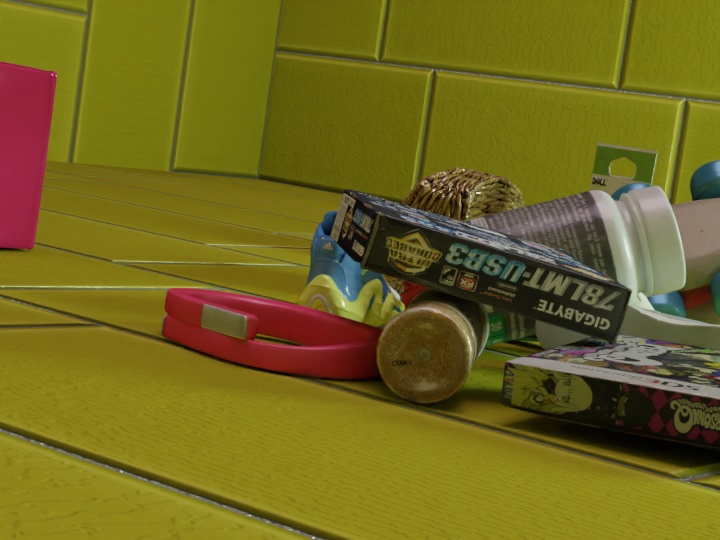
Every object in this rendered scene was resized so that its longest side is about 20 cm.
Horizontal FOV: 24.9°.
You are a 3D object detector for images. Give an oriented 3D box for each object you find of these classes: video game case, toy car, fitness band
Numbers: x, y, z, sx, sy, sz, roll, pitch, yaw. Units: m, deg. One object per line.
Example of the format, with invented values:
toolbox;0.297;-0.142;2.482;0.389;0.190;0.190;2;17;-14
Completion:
video game case;0.218;0.081;1.125;0.181;0.036;0.200;9;8;28
toy car;0.369;0.023;1.764;0.176;0.185;0.200;-15;-44;15
fitness band;-0.066;0.048;1.247;0.143;0.038;0.200;7;5;-40

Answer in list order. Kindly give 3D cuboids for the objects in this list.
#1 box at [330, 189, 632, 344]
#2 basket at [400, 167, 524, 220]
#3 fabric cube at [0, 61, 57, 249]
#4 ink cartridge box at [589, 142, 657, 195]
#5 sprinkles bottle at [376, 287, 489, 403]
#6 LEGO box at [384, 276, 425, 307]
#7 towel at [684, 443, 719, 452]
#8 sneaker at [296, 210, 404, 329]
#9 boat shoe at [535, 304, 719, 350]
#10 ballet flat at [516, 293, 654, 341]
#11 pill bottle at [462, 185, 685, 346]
box;0.086;-0.007;1.247;0.199;0.050;0.199;16;7;-10
basket;0.116;-0.071;2.210;0.149;0.143;0.200;12;6;28
fabric cube;-0.464;-0.133;1.689;0.199;0.197;0.199;11;6;33
ink cartridge box;0.356;-0.056;2.103;0.075;0.201;0.148;6;6;-24
sprinkles bottle;0.056;0.050;1.202;0.068;0.069;0.200;9;5;7
LEGO box;0.068;-0.004;1.764;0.148;0.077;0.200;9;5;12
towel;0.262;0.114;1.128;0.200;0.024;0.145;11;8;40
sneaker;0.000;0.000;1.460;0.075;0.105;0.200;9;6;12
boat shoe;0.248;0.069;1.377;0.200;0.070;0.072;10;-11;18
ballet flat;0.222;0.044;1.512;0.199;0.073;0.068;12;5;30
pill bottle;0.178;-0.007;1.443;0.199;0.114;0.113;-14;6;0
